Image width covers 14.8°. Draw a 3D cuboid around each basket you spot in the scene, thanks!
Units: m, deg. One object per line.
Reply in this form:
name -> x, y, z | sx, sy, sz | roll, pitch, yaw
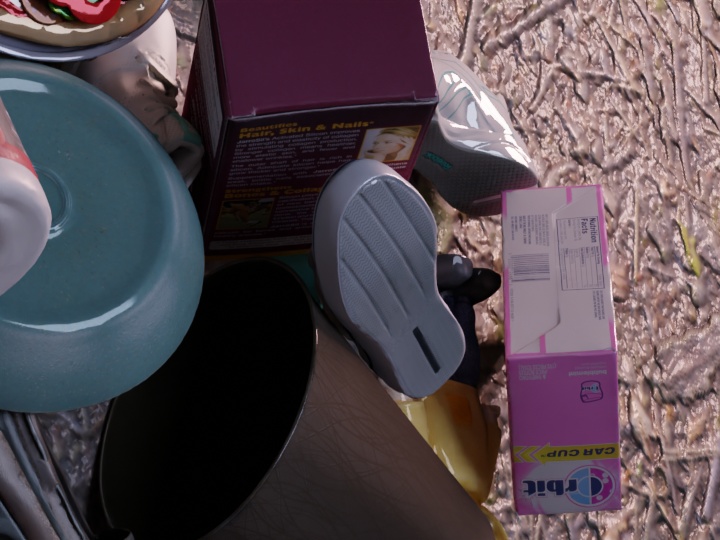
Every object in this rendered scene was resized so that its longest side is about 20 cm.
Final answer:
basket -> -0.025, 0.120, 1.491 | 0.200, 0.136, 0.181 | 44, 45, -39

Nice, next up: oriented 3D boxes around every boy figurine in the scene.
boy figurine -> 0.049, 0.093, 1.652 | 0.124, 0.064, 0.200 | 30, 51, -51

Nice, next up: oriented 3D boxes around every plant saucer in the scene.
plant saucer -> -0.165, -0.028, 1.358 | 0.200, 0.036, 0.200 | 11, 59, -19

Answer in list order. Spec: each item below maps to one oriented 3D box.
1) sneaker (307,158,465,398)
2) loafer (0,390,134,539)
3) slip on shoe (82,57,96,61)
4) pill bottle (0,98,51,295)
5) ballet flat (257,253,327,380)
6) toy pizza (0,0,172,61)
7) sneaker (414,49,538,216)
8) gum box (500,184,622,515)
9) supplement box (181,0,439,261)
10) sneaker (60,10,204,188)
sneaker -> 0.000, 0.000, 1.481 | 0.073, 0.071, 0.200 | -43, 149, -16
loafer -> -0.139, 0.135, 1.364 | 0.063, 0.072, 0.200 | -39, 111, -10
slip on shoe -> -0.150, -0.202, 1.508 | 0.060, 0.076, 0.200 | 20, 55, -13
pill bottle -> -0.226, -0.081, 1.276 | 0.111, 0.111, 0.200 | 13, 42, -50
ballet flat -> -0.017, -0.008, 1.604 | 0.067, 0.068, 0.200 | 50, 43, -41
toy pizza -> -0.164, -0.206, 1.415 | 0.200, 0.032, 0.201 | 9, 74, -33
sneaker -> 0.033, -0.104, 1.717 | 0.200, 0.070, 0.080 | 32, 37, -46
gum box -> 0.121, 0.042, 1.685 | 0.200, 0.066, 0.114 | -87, 172, -57
supplement box -> -0.032, -0.082, 1.478 | 0.110, 0.200, 0.086 | -6, 70, -10
sneaker -> -0.116, -0.071, 1.476 | 0.075, 0.088, 0.200 | 40, 47, -36
